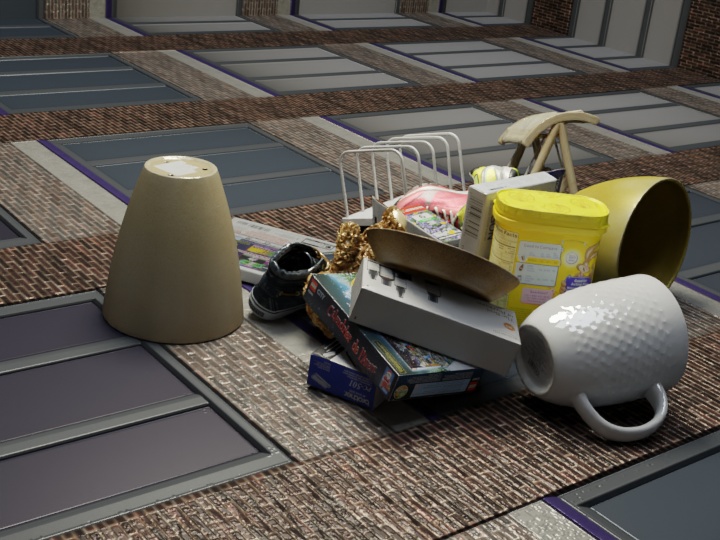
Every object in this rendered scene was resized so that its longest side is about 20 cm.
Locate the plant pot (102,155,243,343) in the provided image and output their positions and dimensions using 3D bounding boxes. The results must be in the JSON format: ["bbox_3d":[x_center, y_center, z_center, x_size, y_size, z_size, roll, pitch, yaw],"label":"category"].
[{"bbox_3d":[-0.237,-0.038,1.434,0.185,0.202,0.188,5,22,-2],"label":"plant pot"}]

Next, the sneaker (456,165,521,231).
[{"bbox_3d":[0.176,-0.055,1.621,0.076,0.202,0.075,15,-2,26],"label":"sneaker"}]

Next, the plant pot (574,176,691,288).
[{"bbox_3d":[0.383,-0.054,1.674,0.199,0.203,0.141,-15,25,-42],"label":"plant pot"}]

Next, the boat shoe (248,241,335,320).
[{"bbox_3d":[-0.062,0.000,1.518,0.071,0.091,0.199,45,40,16],"label":"boat shoe"}]

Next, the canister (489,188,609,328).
[{"bbox_3d":[0.236,0.004,1.471,0.146,0.202,0.087,6,22,-3],"label":"canister"}]

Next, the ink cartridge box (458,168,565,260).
[{"bbox_3d":[0.217,-0.035,1.564,0.198,0.202,0.040,-14,32,-38],"label":"ink cartridge box"}]

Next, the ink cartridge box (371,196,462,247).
[{"bbox_3d":[0.085,-0.033,1.634,0.050,0.110,0.200,-14,29,-25],"label":"ink cartridge box"}]

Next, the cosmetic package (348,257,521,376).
[{"bbox_3d":[0.087,0.053,1.307,0.198,0.051,0.083,20,27,-8],"label":"cosmetic package"}]

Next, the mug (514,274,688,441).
[{"bbox_3d":[0.290,0.112,1.333,0.173,0.148,0.201,-10,57,-24],"label":"mug"}]

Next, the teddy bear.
[{"bbox_3d":[0.000,0.000,1.477,0.066,0.201,0.145,26,-14,40],"label":"teddy bear"}]

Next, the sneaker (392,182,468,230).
[{"bbox_3d":[0.142,-0.086,1.681,0.197,0.075,0.087,-6,27,-5],"label":"sneaker"}]

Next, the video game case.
[{"bbox_3d":[-0.144,-0.023,1.667,0.198,0.023,0.182,16,23,18],"label":"video game case"}]

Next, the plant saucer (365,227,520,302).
[{"bbox_3d":[0.095,0.000,1.357,0.198,0.036,0.200,19,-7,2],"label":"plant saucer"}]

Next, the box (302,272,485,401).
[{"bbox_3d":[0.038,0.074,1.331,0.135,0.038,0.200,-1,35,-38],"label":"box"}]

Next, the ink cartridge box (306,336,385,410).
[{"bbox_3d":[0.023,0.101,1.380,0.093,0.045,0.200,19,25,23],"label":"ink cartridge box"}]

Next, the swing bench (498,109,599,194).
[{"bbox_3d":[0.299,-0.169,1.856,0.128,0.203,0.199,5,6,-5],"label":"swing bench"}]

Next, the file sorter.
[{"bbox_3d":[0.074,-0.156,1.876,0.137,0.126,0.199,2,15,35],"label":"file sorter"}]
